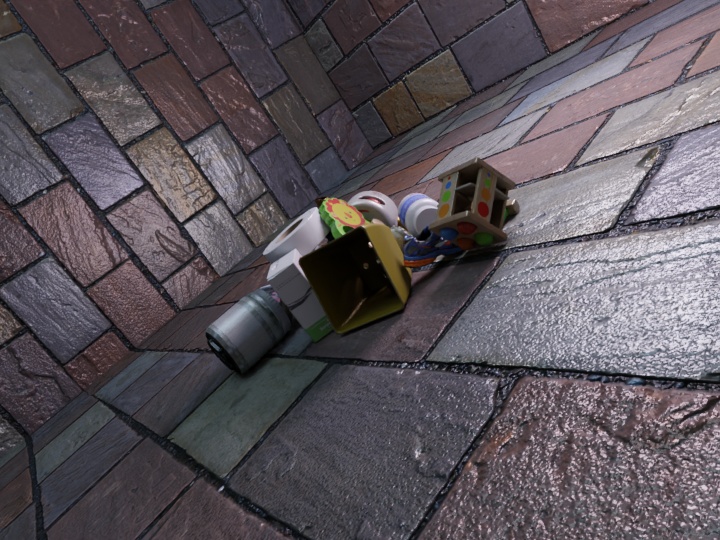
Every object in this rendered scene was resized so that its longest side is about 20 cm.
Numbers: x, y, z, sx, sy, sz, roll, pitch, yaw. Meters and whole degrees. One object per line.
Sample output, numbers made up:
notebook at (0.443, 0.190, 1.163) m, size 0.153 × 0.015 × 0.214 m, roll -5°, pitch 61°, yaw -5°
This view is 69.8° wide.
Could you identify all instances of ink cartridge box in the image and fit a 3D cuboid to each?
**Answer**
ink cartridge box at (-0.142, 0.060, 1.311) m, size 0.084 × 0.201 × 0.146 m, roll -34°, pitch 16°, yaw 4°

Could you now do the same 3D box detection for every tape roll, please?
tape roll at (-0.178, -0.086, 1.447) m, size 0.202 × 0.071 × 0.203 m, roll -38°, pitch 17°, yaw 13°

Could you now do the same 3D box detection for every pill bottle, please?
pill bottle at (0.171, -0.147, 1.428) m, size 0.111 × 0.113 × 0.200 m, roll -34°, pitch 15°, yaw 5°

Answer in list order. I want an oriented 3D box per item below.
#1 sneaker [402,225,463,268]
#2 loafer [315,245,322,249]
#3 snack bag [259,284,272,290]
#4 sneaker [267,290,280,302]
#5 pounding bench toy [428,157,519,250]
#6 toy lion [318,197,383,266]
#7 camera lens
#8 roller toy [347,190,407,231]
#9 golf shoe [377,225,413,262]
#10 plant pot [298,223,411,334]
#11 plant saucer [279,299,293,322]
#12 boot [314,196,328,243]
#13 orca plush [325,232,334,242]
sneaker at (0.184, -0.073, 1.204) m, size 0.198 × 0.079 × 0.075 m, roll -23°, pitch 18°, yaw -20°
loafer at (-0.152, -0.002, 1.523) m, size 0.072 × 0.062 × 0.202 m, roll 108°, pitch 171°, yaw -56°
snack bag at (-0.236, 0.034, 1.796) m, size 0.187 × 0.022 × 0.199 m, roll -19°, pitch 3°, yaw -32°
sneaker at (-0.285, 0.112, 1.735) m, size 0.198 × 0.083 × 0.070 m, roll -22°, pitch -20°, yaw -19°
pounding bench toy at (0.271, -0.119, 1.144) m, size 0.124 × 0.199 × 0.158 m, roll -16°, pitch 56°, yaw 55°
toy lion at (-0.030, -0.122, 1.419) m, size 0.069 × 0.190 × 0.201 m, roll -55°, pitch 10°, yaw 29°
camera lens at (-0.311, 0.168, 1.423) m, size 0.200 × 0.161 × 0.159 m, roll -42°, pitch 17°, yaw -24°
roller toy at (0.028, -0.145, 1.583) m, size 0.199 × 0.183 × 0.140 m, roll -27°, pitch 15°, yaw 24°
golf shoe at (0.085, -0.054, 1.399) m, size 0.098 × 0.078 × 0.200 m, roll -58°, pitch 4°, yaw -18°
plant pot at (0.012, 0.000, 1.218) m, size 0.199 × 0.202 × 0.176 m, roll -25°, pitch 5°, yaw 32°
plant saucer at (-0.213, 0.059, 1.506) m, size 0.036 × 0.203 × 0.200 m, roll 3°, pitch 12°, yaw -11°
boot at (-0.125, -0.185, 1.984) m, size 0.068 × 0.201 × 0.188 m, roll -38°, pitch 16°, yaw -15°
orca plush at (-0.073, -0.112, 1.737) m, size 0.105 × 0.071 × 0.200 m, roll -45°, pitch 56°, yaw 5°
